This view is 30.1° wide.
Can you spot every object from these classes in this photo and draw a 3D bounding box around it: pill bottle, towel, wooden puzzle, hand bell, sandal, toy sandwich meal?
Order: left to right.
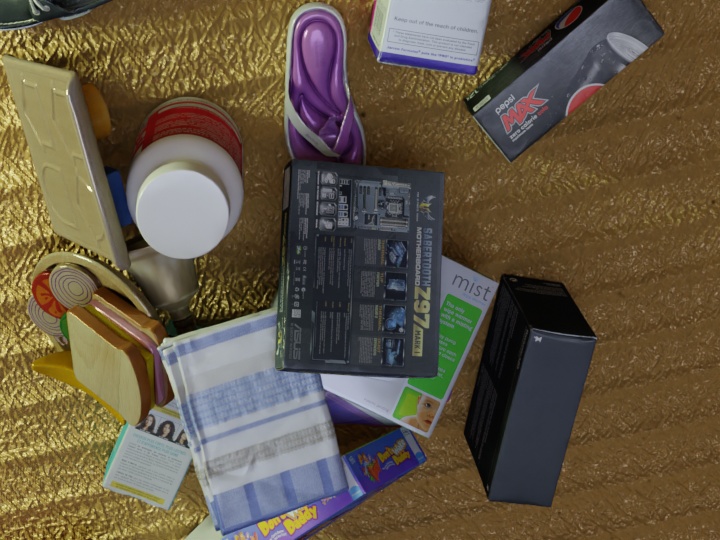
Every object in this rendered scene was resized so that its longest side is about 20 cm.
[{"bbox_3d":[-0.271,-0.110,1.274,0.046,0.199,0.188,-22,115,-25],"label":"wooden puzzle"},{"bbox_3d":[-0.270,0.075,1.356,0.203,0.070,0.207,22,134,24],"label":"toy sandwich meal"},{"bbox_3d":[-0.178,0.059,1.371,0.103,0.104,0.203,-18,102,2],"label":"hand bell"},{"bbox_3d":[-0.166,-0.087,1.280,0.110,0.200,0.114,-2,112,-5],"label":"pill bottle"},{"bbox_3d":[-0.102,0.143,1.306,0.145,0.024,0.203,-17,98,-11],"label":"towel"},{"bbox_3d":[-0.041,-0.163,1.342,0.081,0.050,0.206,-10,113,-1],"label":"sandal"}]

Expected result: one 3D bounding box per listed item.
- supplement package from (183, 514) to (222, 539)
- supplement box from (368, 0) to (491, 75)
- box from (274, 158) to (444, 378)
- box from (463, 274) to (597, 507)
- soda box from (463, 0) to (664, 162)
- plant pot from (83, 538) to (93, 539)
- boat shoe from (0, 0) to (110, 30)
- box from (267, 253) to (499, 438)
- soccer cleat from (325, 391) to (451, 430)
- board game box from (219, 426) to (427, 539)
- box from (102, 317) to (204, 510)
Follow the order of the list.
[{"bbox_3d":[-0.118,0.381,1.522,0.109,0.114,0.200,-43,110,14],"label":"supplement package"},{"bbox_3d":[0.075,-0.301,1.270,0.102,0.101,0.203,6,112,-8],"label":"supplement box"},{"bbox_3d":[0.000,0.000,1.291,0.155,0.051,0.204,3,84,-13],"label":"box"},{"bbox_3d":[0.178,0.128,1.433,0.078,0.142,0.203,8,112,-8],"label":"box"},{"bbox_3d":[0.202,-0.204,1.342,0.199,0.063,0.071,-40,110,11],"label":"soda box"},{"bbox_3d":[-0.356,0.406,1.479,0.193,0.201,0.203,-25,113,-4],"label":"plant pot"},{"bbox_3d":[-0.287,-0.276,1.267,0.197,0.060,0.076,-22,113,4],"label":"boat shoe"},{"bbox_3d":[0.013,0.046,1.379,0.198,0.097,0.178,26,90,-10],"label":"box"},{"bbox_3d":[0.001,0.130,1.455,0.197,0.067,0.077,-6,128,2],"label":"soccer cleat"},{"bbox_3d":[-0.039,0.246,1.433,0.199,0.134,0.045,-38,78,30],"label":"board game box"},{"bbox_3d":[-0.208,0.157,1.457,0.081,0.049,0.202,22,108,-13],"label":"box"}]
